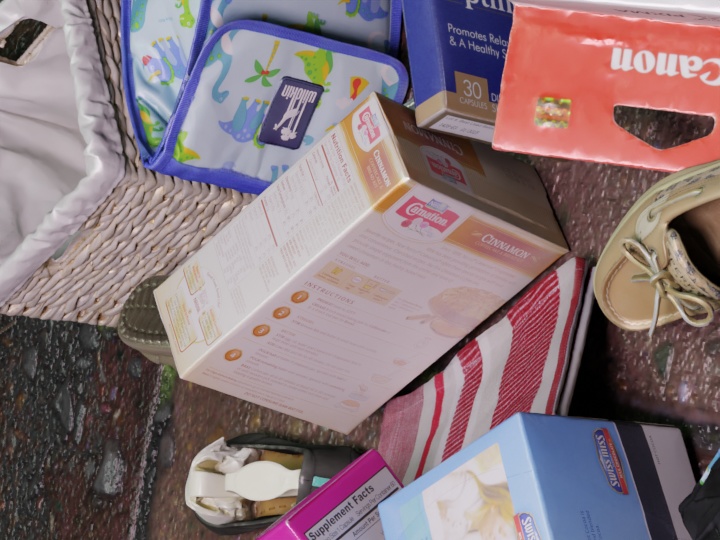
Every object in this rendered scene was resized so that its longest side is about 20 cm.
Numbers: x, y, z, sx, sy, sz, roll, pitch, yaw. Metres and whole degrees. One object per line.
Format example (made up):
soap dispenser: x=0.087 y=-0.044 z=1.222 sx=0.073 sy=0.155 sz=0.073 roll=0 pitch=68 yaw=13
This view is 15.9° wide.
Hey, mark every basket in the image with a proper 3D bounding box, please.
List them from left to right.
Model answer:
basket: x=-0.191 y=-0.086 z=1.854 sx=0.198 sy=0.160 sz=0.201 roll=-42 pitch=50 yaw=39

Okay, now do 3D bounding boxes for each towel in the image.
towel: x=0.064 y=0.088 z=1.539 sx=0.200 sy=0.023 sz=0.144 roll=-41 pitch=21 yaw=39

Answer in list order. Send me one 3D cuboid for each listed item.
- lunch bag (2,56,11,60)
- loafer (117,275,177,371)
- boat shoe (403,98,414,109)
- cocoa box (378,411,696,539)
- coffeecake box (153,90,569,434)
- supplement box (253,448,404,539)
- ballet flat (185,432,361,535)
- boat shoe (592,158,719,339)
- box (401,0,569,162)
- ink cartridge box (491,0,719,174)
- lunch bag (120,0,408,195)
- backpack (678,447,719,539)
lunch bag: x=-0.356 y=-0.089 z=2.090 sx=0.168 sy=0.139 sz=0.201 roll=176 pitch=105 yaw=-69
loafer: x=-0.073 y=0.048 z=1.748 sx=0.199 sy=0.068 sz=0.076 roll=15 pitch=74 yaw=37
boat shoe: x=-0.010 y=-0.046 z=1.661 sx=0.200 sy=0.062 sz=0.073 roll=-43 pitch=48 yaw=15
cocoa box: x=0.114 y=0.196 z=1.407 sx=0.133 sy=0.131 sz=0.201 roll=-38 pitch=56 yaw=41
coffeecake box: x=0.000 y=0.000 z=1.564 sx=0.200 sy=0.153 sz=0.073 roll=-40 pitch=50 yaw=25
supplement box: x=0.015 y=0.221 z=1.485 sx=0.200 sy=0.103 sz=0.101 roll=53 pitch=130 yaw=4
ballet flat: x=-0.072 y=0.139 z=1.721 sx=0.199 sy=0.068 sz=0.068 roll=-12 pitch=72 yaw=51
boat shoe: x=0.195 y=-0.022 z=1.395 sx=0.200 sy=0.073 sz=0.063 roll=-42 pitch=10 yaw=38
box: x=0.076 y=-0.171 z=1.560 sx=0.032 sy=0.121 sz=0.201 roll=-32 pitch=58 yaw=44
ink cartridge box: x=0.170 y=-0.143 z=1.414 sx=0.199 sy=0.044 sz=0.175 roll=8 pitch=87 yaw=19
lunch bag: x=-0.064 y=-0.148 z=1.698 sx=0.127 sy=0.169 sz=0.201 roll=-7 pitch=75 yaw=52
backpack: x=0.260 y=0.092 z=1.258 sx=0.163 sy=0.153 sz=0.201 roll=-123 pitch=33 yaw=-45
